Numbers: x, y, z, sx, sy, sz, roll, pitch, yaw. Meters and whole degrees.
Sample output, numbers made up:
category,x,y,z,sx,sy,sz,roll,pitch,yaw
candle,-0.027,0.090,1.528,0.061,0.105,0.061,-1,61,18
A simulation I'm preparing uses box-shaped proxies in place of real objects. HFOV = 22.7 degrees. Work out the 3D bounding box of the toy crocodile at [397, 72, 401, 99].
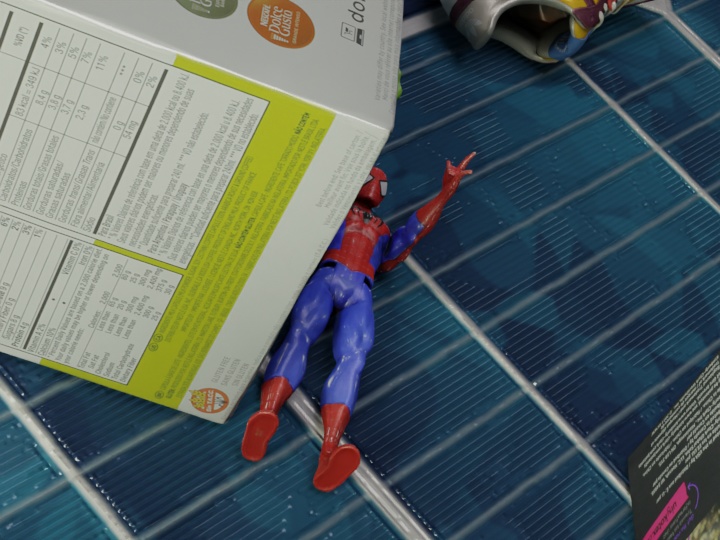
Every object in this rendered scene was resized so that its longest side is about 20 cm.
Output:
category,x,y,z,sx,sy,sz,roll,pitch,yaw
toy crocodile,-0.058,-0.159,1.024,0.200,0.062,0.067,42,42,4

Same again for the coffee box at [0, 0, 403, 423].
category,x,y,z,sx,sy,sz,roll,pitch,yaw
coffee box,-0.106,-0.091,0.817,0.196,0.201,0.201,19,43,-14

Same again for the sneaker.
category,x,y,z,sx,sy,sz,roll,pitch,yaw
sneaker,0.137,-0.173,1.148,0.198,0.075,0.091,-5,62,-27

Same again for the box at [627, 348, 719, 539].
category,x,y,z,sx,sy,sz,roll,pitch,yaw
box,0.210,0.151,0.852,0.121,0.106,0.201,17,45,-16

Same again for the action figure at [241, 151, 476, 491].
category,x,y,z,sx,sy,sz,roll,pitch,yaw
action figure,0.000,0.000,0.879,0.065,0.099,0.201,25,40,-10
